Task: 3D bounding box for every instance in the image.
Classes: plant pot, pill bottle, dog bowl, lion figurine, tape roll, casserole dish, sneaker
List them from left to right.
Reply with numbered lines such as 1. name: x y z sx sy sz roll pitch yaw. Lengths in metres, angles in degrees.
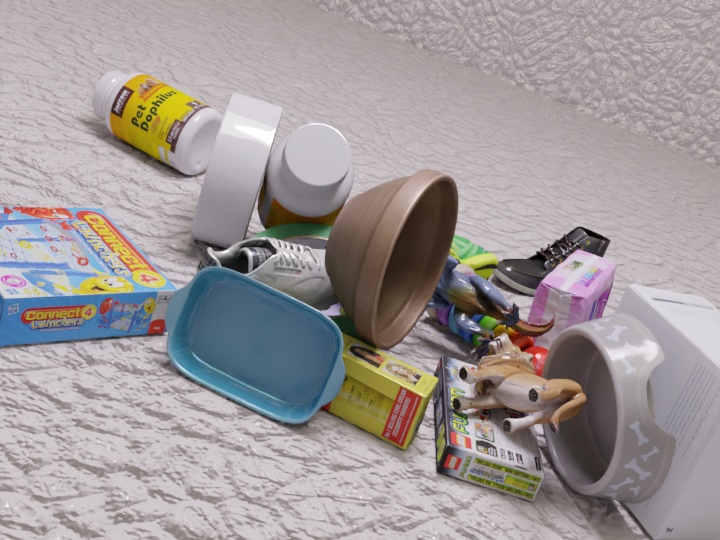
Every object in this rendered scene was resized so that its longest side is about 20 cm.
1. pill bottle: -0.315 -0.235 1.586 0.199 0.110 0.109 28 24 20
2. tape roll: -0.163 -0.129 1.356 0.070 0.204 0.203 16 23 -7
3. casserole dish: -0.105 0.075 1.057 0.199 0.122 0.039 24 5 9
4. sneaker: -0.088 0.001 1.142 0.199 0.081 0.076 -11 43 -31
5. pill bottle: -0.069 -0.111 1.314 0.110 0.112 0.200 17 -19 -6
6. tape roll: -0.053 0.022 1.228 0.199 0.048 0.201 8 39 -6
7. plant pot: 0.025 -0.023 1.123 0.092 0.202 0.201 23 22 21
8. sneaker: 0.119 -0.015 1.503 0.083 0.074 0.199 39 20 34
9. lion figurine: 0.180 0.129 1.091 0.122 0.073 0.200 -2 16 -32
10. sneaker: 0.299 -0.022 1.616 0.199 0.107 0.075 4 27 -34
11. dog bowl: 0.254 0.146 1.090 0.058 0.201 0.200 0 28 -18

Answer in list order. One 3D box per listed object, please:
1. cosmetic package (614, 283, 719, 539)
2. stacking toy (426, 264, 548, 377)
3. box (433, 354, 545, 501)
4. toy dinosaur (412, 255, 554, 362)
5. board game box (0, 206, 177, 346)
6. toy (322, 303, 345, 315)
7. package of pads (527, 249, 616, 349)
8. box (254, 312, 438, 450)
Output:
1. cosmetic package: 0.353 0.156 1.133 0.122 0.200 0.200 9 25 -25
2. stacking toy: 0.176 0.078 1.329 0.085 0.086 0.200 -5 37 -45
3. box: 0.138 0.169 1.141 0.109 0.035 0.200 18 23 -4
4. toy dinosaur: 0.111 0.032 1.288 0.199 0.105 0.182 19 20 -47
5. board game box: -0.332 -0.001 1.110 0.195 0.056 0.200 -3 31 -43
6. toy: 0.000 0.000 1.343 0.114 0.047 0.201 15 36 -6
7. package of pads: 0.286 0.055 1.412 0.075 0.121 0.200 22 22 19
8. box: -0.023 0.110 1.094 0.199 0.076 0.050 26 25 11
